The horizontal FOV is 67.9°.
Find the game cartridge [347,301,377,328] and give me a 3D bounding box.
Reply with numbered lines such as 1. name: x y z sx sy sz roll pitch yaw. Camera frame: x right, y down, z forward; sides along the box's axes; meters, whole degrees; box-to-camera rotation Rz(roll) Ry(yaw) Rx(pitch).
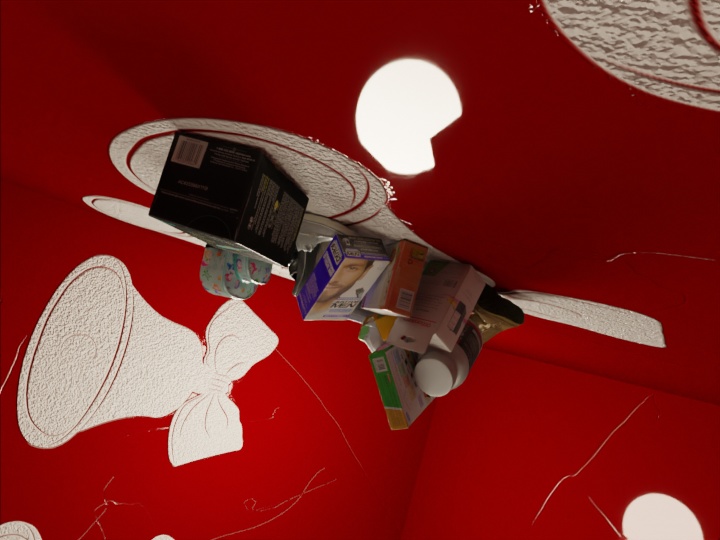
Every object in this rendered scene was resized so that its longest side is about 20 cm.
1. game cartridge: -0.013 0.065 1.362 0.131 0.042 0.201 16 -155 -24

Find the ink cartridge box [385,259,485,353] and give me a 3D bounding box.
1. ink cartridge box: 0.147 0.083 1.049 0.116 0.202 0.067 8 150 50

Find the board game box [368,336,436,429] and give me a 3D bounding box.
1. board game box: 0.099 0.214 1.108 0.040 0.156 0.199 -17 -179 30

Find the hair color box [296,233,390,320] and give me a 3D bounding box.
1. hair color box: -0.038 0.020 1.071 0.108 0.066 0.201 3 138 -34

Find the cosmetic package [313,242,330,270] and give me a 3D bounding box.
1. cosmetic package: 0.000 0.000 1.219 0.198 0.106 0.087 20 170 -35

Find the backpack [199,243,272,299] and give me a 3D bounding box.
1. backpack: -0.292 -0.032 1.280 0.148 0.204 0.177 14 172 18

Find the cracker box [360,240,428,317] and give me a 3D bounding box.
1. cracker box: 0.064 0.020 1.080 0.057 0.137 0.200 17 174 -12

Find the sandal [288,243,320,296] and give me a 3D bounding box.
1. sandal: -0.134 -0.021 1.246 0.048 0.075 0.202 32 135 14

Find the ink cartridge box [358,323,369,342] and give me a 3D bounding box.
1. ink cartridge box: 0.092 0.117 1.490 0.143 0.204 0.084 15 171 13

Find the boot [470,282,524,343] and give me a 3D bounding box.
1. boot: 0.250 0.117 1.230 0.173 0.067 0.200 33 141 -14

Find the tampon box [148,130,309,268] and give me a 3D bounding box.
1. tampon box: -0.189 -0.099 0.814 0.147 0.129 0.200 16 174 15

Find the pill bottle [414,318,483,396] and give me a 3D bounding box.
1. pill bottle: 0.181 0.177 1.111 0.109 0.113 0.200 14 -158 22

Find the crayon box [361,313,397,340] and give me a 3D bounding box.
1. crayon box: 0.105 0.098 1.206 0.197 0.052 0.126 -24 -178 8

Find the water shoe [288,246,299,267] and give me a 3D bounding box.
1. water shoe: -0.171 -0.059 1.287 0.079 0.071 0.201 54 165 24

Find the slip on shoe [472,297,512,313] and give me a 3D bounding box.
1. slip on shoe: 0.273 0.068 1.268 0.197 0.075 0.062 22 142 6

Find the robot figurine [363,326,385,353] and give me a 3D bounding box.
1. robot figurine: 0.099 0.154 1.344 0.198 0.170 0.114 -27 107 42

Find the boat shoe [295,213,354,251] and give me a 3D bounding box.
1. boat shoe: -0.112 -0.072 1.045 0.197 0.073 0.070 14 172 4
